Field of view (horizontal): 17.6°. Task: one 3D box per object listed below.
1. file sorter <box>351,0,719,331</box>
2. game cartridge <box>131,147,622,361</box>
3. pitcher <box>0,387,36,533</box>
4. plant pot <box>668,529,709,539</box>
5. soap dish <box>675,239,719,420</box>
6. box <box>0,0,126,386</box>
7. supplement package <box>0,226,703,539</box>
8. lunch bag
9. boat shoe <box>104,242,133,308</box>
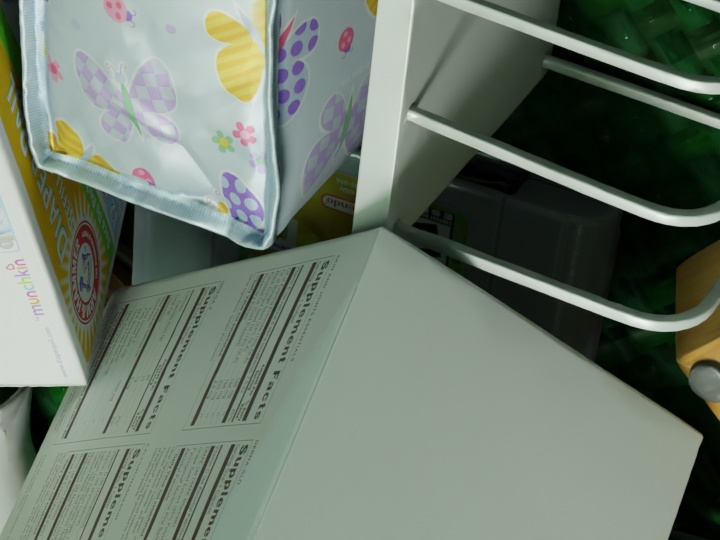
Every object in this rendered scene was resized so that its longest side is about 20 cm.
[{"bbox_3d":[0.089,-0.101,0.742,0.124,0.139,0.201,22,130,19],"label":"file sorter"},{"bbox_3d":[0.000,0.000,0.927,0.199,0.041,0.134,18,131,16],"label":"game cartridge"},{"bbox_3d":[-0.178,0.164,1.149,0.171,0.121,0.201,-11,103,63],"label":"pitcher"},{"bbox_3d":[0.109,0.170,0.898,0.199,0.200,0.136,16,91,28],"label":"plant pot"},{"bbox_3d":[0.213,0.055,0.794,0.200,0.081,0.157,52,135,-6],"label":"soap dish"},{"bbox_3d":[-0.157,-0.059,0.838,0.101,0.113,0.201,0,140,10],"label":"box"},{"bbox_3d":[-0.015,0.096,0.826,0.151,0.151,0.200,32,158,-24],"label":"supplement package"},{"bbox_3d":[-0.032,-0.141,0.780,0.126,0.170,0.201,22,133,19],"label":"lunch bag"},{"bbox_3d":[-0.151,0.009,1.013,0.200,0.068,0.072,37,124,25],"label":"boat shoe"}]
